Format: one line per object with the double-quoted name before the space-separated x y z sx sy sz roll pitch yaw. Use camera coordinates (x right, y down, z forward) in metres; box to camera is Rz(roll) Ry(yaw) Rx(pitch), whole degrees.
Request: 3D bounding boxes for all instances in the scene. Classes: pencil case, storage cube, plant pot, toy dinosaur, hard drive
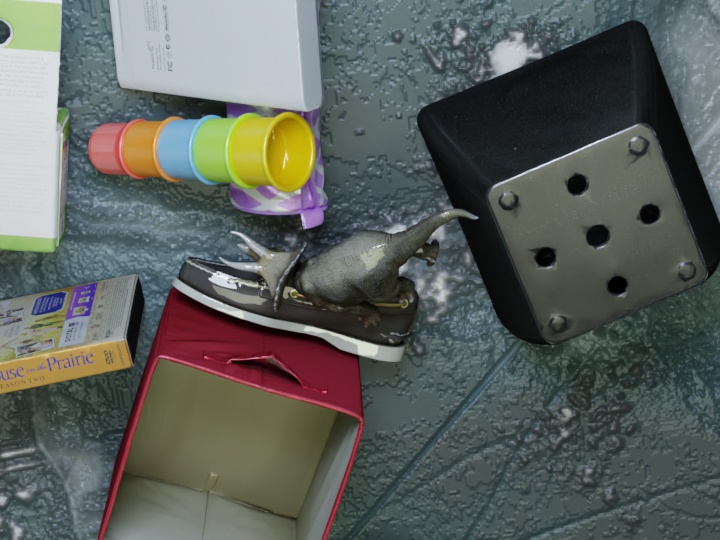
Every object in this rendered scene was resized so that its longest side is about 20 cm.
"pencil case" -0.061 -0.140 1.708 0.085 0.084 0.202 15 114 37
"storage cube" -0.101 0.138 1.745 0.170 0.180 0.201 17 105 -7
"plant pot" 0.174 -0.051 1.695 0.199 0.178 0.201 -22 107 4
"toy dinosaur" 0.000 0.000 1.680 0.199 0.102 0.078 -9 81 34
"hard drive" -0.113 -0.196 1.656 0.199 0.027 0.133 11 112 40

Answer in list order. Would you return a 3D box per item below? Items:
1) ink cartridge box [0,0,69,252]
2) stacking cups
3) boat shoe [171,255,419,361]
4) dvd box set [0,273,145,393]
"ink cartridge box" -0.302 -0.124 1.714 0.146 0.076 0.202 4 106 -2
"stacking cups" -0.125 -0.092 1.689 0.199 0.060 0.061 3 113 42
"boat shoe" -0.051 0.017 1.768 0.200 0.072 0.061 16 102 -13
"dvd box set" -0.273 0.058 1.733 0.198 0.146 0.030 -12 109 1
